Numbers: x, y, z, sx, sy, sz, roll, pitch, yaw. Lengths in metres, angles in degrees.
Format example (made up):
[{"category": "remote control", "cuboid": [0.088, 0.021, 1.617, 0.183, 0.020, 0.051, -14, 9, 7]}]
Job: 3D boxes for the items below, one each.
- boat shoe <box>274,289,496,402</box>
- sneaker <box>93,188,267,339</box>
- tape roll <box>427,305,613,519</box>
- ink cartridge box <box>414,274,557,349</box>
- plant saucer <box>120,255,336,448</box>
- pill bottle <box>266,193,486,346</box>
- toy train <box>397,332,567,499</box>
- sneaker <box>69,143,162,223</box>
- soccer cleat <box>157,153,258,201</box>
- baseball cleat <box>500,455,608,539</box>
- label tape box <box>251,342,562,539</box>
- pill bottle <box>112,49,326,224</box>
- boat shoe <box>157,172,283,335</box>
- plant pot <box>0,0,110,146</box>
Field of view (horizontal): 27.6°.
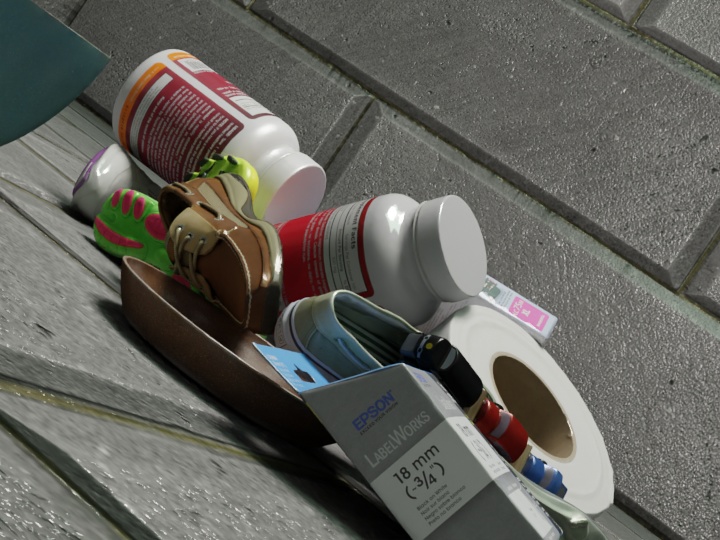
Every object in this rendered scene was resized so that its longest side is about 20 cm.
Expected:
[{"category": "boat shoe", "cuboid": [0.031, 0.074, 1.029, 0.199, 0.073, 0.062, 27, -33, -32]}, {"category": "sneaker", "cuboid": [-0.136, -0.005, 1.221, 0.199, 0.077, 0.084, 37, 6, 31]}, {"category": "tape roll", "cuboid": [0.118, 0.130, 1.198, 0.202, 0.071, 0.203, 39, 27, -24]}, {"category": "ink cartridge box", "cuboid": [0.066, 0.038, 1.326, 0.199, 0.120, 0.042, 30, 42, 3]}, {"category": "plant saucer", "cuboid": [-0.086, 0.061, 0.987, 0.199, 0.035, 0.200, 35, 0, 0]}, {"category": "pill bottle", "cuboid": [0.000, 0.000, 1.234, 0.198, 0.114, 0.112, -13, -27, 29]}, {"category": "toy train", "cuboid": [0.092, 0.111, 1.016, 0.045, 0.034, 0.200, 3, -37, 45]}, {"category": "sneaker", "cuboid": [-0.210, -0.063, 1.404, 0.099, 0.075, 0.200, 34, 1, 11]}, {"category": "soccer cleat", "cuboid": [-0.132, -0.044, 1.303, 0.083, 0.065, 0.200, 34, -33, -19]}, {"category": "baseball cleat", "cuboid": [0.101, 0.175, 1.023, 0.200, 0.070, 0.106, 47, -20, -16]}, {"category": "label tape box", "cuboid": [0.034, 0.104, 0.884, 0.201, 0.063, 0.144, 50, 4, 11]}, {"category": "pill bottle", "cuboid": [-0.132, -0.114, 1.381, 0.199, 0.113, 0.113, 37, 2, 26]}, {"category": "boat shoe", "cuboid": [-0.108, -0.012, 1.082, 0.073, 0.077, 0.200, 1, 23, -19]}, {"category": "plant pot", "cuboid": [-0.307, -0.163, 1.095, 0.199, 0.135, 0.200, 36, 0, 0]}]
